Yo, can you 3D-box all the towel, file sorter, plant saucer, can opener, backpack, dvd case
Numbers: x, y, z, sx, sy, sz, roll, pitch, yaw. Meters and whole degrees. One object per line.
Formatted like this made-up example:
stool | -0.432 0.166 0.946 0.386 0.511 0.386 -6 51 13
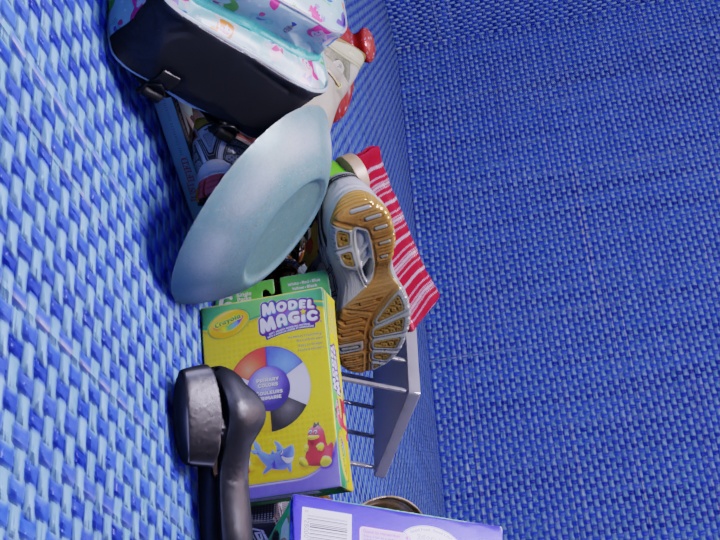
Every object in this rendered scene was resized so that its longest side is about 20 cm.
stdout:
towel | 0.033 -0.040 1.252 0.201 0.022 0.145 67 17 -4
file sorter | -0.012 0.105 1.284 0.200 0.124 0.139 -89 -165 -51
plant saucer | -0.076 -0.043 0.931 0.201 0.039 0.201 -50 168 -15
can opener | -0.111 0.173 0.891 0.063 0.078 0.201 -8 -94 62
backpack | -0.109 -0.232 0.912 0.177 0.150 0.201 25 38 -36
dvd case | -0.152 -0.160 1.046 0.200 0.022 0.146 -84 164 -56

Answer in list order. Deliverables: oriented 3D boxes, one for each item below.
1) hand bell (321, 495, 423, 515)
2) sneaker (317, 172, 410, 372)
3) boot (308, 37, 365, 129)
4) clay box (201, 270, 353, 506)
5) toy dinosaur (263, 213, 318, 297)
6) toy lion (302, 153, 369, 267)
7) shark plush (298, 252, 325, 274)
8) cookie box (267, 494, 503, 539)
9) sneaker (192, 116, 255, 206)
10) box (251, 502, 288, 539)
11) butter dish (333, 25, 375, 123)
hand bell | -0.020 0.263 1.172 0.200 0.104 0.105 7 -71 65
sneaker | 0.000 0.000 1.056 0.088 0.075 0.201 -118 -158 -55
boot | -0.095 -0.212 1.282 0.200 0.072 0.155 19 92 -41
clay box | -0.075 0.097 0.976 0.048 0.114 0.201 51 30 -69
toy dinosaur | -0.098 -0.012 1.124 0.200 0.102 0.136 50 -32 42
toy lion | -0.061 -0.063 1.212 0.200 0.068 0.192 45 -33 34
shark plush | -0.046 0.022 1.182 0.200 0.091 0.084 175 -105 -79
cookie box | 0.001 0.265 0.885 0.200 0.170 0.075 116 -19 -47
sneaker | -0.099 -0.107 1.020 0.200 0.078 0.083 -33 113 -81
box | -0.079 0.199 1.092 0.161 0.044 0.200 75 10 -45
butter dish | -0.054 -0.273 1.424 0.200 0.147 0.200 -92 169 -47
